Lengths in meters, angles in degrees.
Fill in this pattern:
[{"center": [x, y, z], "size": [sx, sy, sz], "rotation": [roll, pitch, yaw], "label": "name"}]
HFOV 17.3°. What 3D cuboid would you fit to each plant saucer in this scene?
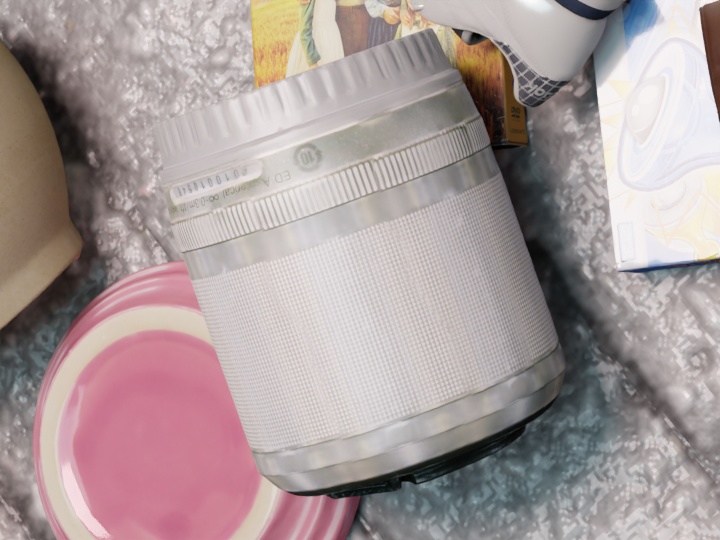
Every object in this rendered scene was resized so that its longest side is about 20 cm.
[{"center": [-0.096, 0.094, 1.271], "size": [0.200, 0.051, 0.201], "rotation": [-1, 88, 24], "label": "plant saucer"}]

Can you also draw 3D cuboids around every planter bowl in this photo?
[{"center": [-0.236, -0.024, 1.277], "size": [0.200, 0.200, 0.135], "rotation": [-36, 101, 20], "label": "planter bowl"}]

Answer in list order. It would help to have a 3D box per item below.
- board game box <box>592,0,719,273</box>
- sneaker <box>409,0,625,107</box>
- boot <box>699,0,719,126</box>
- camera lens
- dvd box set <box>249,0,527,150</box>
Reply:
[{"center": [0.182, -0.105, 1.155], "size": [0.135, 0.034, 0.200], "rotation": [-8, 86, 25], "label": "board game box"}, {"center": [0.040, -0.168, 1.173], "size": [0.200, 0.076, 0.081], "rotation": [46, 124, 22], "label": "sneaker"}, {"center": [0.246, -0.046, 1.075], "size": [0.186, 0.064, 0.200], "rotation": [-3, 83, 22], "label": "boot"}, {"center": [0.000, 0.000, 1.150], "size": [0.160, 0.160, 0.200], "rotation": [-17, 96, 24], "label": "camera lens"}, {"center": [0.010, -0.157, 1.239], "size": [0.146, 0.029, 0.200], "rotation": [-4, 87, 25], "label": "dvd box set"}]
